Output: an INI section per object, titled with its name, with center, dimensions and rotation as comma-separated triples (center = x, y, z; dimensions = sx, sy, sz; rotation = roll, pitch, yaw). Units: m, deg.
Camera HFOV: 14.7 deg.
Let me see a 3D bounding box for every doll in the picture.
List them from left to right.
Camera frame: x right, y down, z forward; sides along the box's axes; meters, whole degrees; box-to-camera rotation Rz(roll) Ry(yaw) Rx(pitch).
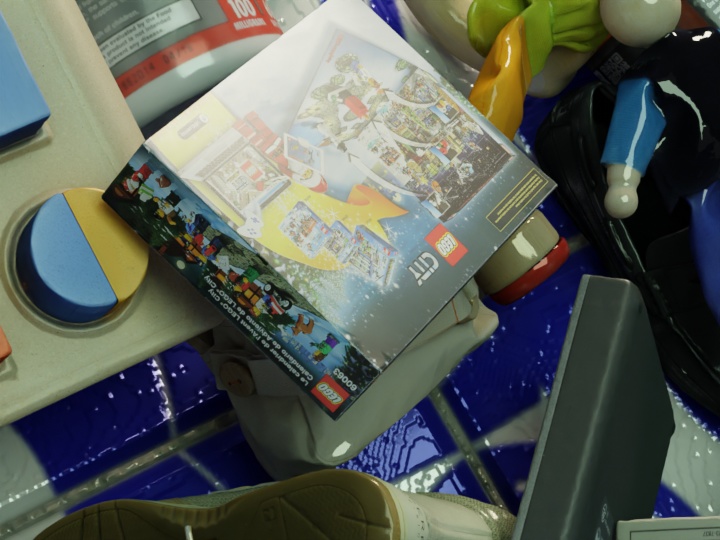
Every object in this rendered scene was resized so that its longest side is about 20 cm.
[doll]
center = 0.168, -0.053, 1.348
dimensions = 0.136, 0.048, 0.201
rotation = -27, 98, -30

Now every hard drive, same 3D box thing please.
[hard drive]
center = 0.104, 0.122, 1.298
dimensions = 0.033, 0.140, 0.201
rotation = 8, 61, 19

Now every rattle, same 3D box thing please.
[rattle]
center = 0.017, -0.145, 1.380
dimensions = 0.200, 0.130, 0.143
rotation = 40, 73, 1

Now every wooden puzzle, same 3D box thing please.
[wooden puzzle]
center = -0.168, -0.029, 1.157
dimensions = 0.200, 0.046, 0.186
rotation = -25, 85, -30

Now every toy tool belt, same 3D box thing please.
[toy tool belt]
center = 0.000, 0.000, 1.312
dimensions = 0.200, 0.125, 0.123
rotation = -41, 96, -30

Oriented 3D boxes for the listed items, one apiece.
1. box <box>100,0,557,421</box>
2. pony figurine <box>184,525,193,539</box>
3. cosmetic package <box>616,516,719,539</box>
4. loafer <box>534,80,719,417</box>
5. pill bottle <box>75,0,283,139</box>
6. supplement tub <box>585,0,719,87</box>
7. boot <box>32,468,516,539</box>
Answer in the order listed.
[box]
center = -0.009, -0.035, 1.219
dimensions = 0.137, 0.038, 0.200
rotation = 44, 36, 2
[pony figurine]
center = -0.106, 0.220, 1.158
dimensions = 0.192, 0.167, 0.201
rotation = -21, 106, 0
[cosmetic package]
center = 0.179, 0.214, 1.272
dimensions = 0.087, 0.103, 0.201
rotation = 14, 75, -53
[loafer]
center = 0.160, -0.007, 1.403
dimensions = 0.068, 0.070, 0.201
rotation = -32, 83, -21
[pill bottle]
center = -0.126, -0.155, 1.327
dimensions = 0.116, 0.116, 0.200
rotation = -25, 80, -28
[supplement tub]
center = 0.176, -0.120, 1.437
dimensions = 0.200, 0.107, 0.107
rotation = 47, 61, 1
[boot]
center = -0.039, 0.136, 1.257
dimensions = 0.155, 0.199, 0.072
rotation = 15, 64, -60
